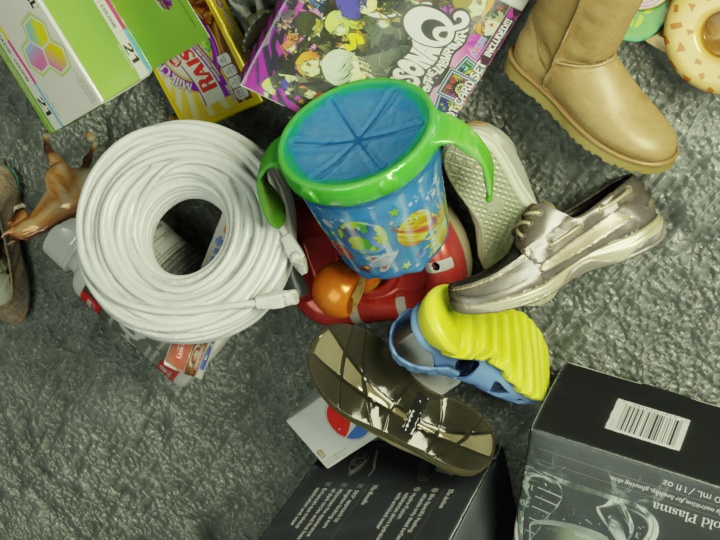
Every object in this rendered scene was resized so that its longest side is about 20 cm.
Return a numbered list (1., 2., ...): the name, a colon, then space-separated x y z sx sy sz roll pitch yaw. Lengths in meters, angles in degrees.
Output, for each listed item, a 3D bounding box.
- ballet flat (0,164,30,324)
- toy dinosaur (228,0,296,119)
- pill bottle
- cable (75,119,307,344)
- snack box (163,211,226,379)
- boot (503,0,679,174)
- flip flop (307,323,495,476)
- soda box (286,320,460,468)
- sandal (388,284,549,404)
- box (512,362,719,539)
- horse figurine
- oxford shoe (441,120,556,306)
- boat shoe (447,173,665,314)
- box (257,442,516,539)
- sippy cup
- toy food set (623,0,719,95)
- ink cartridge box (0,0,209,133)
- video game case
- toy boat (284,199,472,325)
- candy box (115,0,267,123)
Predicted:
1. ballet flat: -0.404 -0.018 1.472 0.068 0.067 0.201 12 121 20
2. toy dinosaur: -0.030 -0.191 1.193 0.199 0.077 0.103 6 131 28
3. pill bottle: -0.215 0.011 1.366 0.200 0.114 0.114 42 126 1
4. cable: -0.154 -0.034 1.216 0.199 0.069 0.201 -17 78 4
5. snack box: -0.131 0.002 1.279 0.024 0.072 0.201 20 84 9
6. boot: 0.199 -0.190 1.034 0.175 0.066 0.200 37 141 15
7. flip flop: 0.034 0.125 1.260 0.199 0.081 0.058 32 161 -7
8. soda box: 0.020 0.114 1.337 0.068 0.064 0.200 49 125 -5
9. sandal: 0.099 0.071 1.227 0.087 0.080 0.200 -21 143 37
10. box: 0.251 0.219 1.245 0.199 0.124 0.198 15 123 18
11. horse figurine: -0.240 -0.090 1.307 0.199 0.133 0.050 -1 141 4
12. oxford shoe: 0.129 -0.052 1.204 0.075 0.058 0.201 -17 123 20
13. boat shoe: 0.159 -0.024 1.150 0.199 0.074 0.074 -23 97 -11
14. box: 0.029 0.269 1.332 0.199 0.197 0.118 -2 116 27
15. sippy cup: 0.014 -0.068 1.127 0.177 0.140 0.131 25 151 40
16. toy food set: 0.266 -0.248 1.034 0.197 0.049 0.200 35 126 6
17. ink cartridge box: -0.253 -0.232 1.252 0.199 0.076 0.148 -17 108 48
18. video game case: 0.022 -0.202 1.132 0.181 0.036 0.200 25 118 -15
19. toy boat: 0.000 0.000 1.244 0.199 0.131 0.131 -7 113 29
20. candy box: -0.169 -0.233 1.269 0.102 0.026 0.201 -18 107 36
